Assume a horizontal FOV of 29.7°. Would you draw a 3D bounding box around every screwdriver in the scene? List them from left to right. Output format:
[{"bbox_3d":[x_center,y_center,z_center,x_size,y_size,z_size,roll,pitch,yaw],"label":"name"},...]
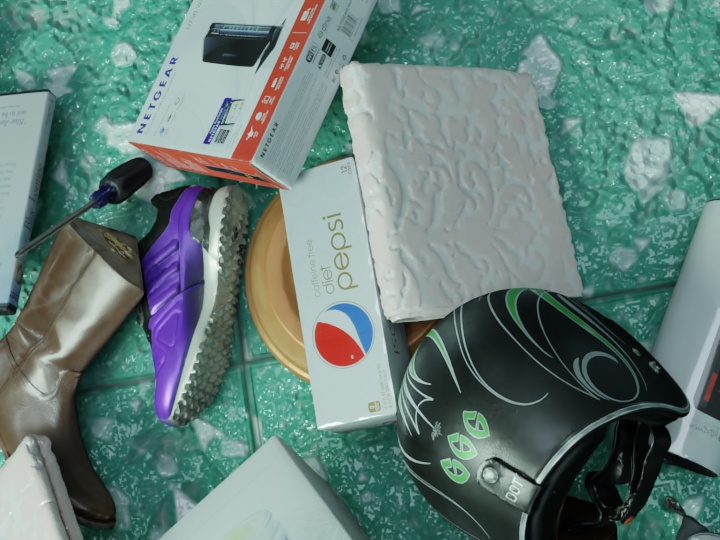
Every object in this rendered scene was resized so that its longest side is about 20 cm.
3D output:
[{"bbox_3d":[-0.224,-0.049,1.084,0.029,0.200,0.028,-5,111,28],"label":"screwdriver"}]

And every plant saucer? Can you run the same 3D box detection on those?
[{"bbox_3d":[0.000,0.000,1.115,0.197,0.037,0.203,-1,79,6],"label":"plant saucer"}]

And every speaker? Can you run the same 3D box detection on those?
[{"bbox_3d":[0.270,0.053,1.045,0.080,0.081,0.202,21,81,10],"label":"speaker"}]

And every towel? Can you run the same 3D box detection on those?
[{"bbox_3d":[-0.265,0.258,1.016,0.200,0.032,0.192,-47,53,24],"label":"towel"},{"bbox_3d":[0.079,-0.065,1.071,0.189,0.032,0.202,-3,76,-34],"label":"towel"}]

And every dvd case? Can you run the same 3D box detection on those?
[{"bbox_3d":[-0.335,-0.056,1.139,0.141,0.018,0.202,-3,67,18],"label":"dvd case"}]

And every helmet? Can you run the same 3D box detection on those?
[{"bbox_3d":[0.121,0.106,0.983,0.200,0.200,0.191,-43,45,-4],"label":"helmet"}]

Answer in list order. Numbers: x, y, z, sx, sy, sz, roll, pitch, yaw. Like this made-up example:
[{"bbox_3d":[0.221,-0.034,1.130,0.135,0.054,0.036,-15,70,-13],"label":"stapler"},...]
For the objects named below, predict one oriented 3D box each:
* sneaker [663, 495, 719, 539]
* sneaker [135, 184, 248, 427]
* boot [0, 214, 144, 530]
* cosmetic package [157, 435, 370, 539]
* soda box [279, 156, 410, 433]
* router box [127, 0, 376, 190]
[{"bbox_3d":[0.232,0.242,1.027,0.197,0.078,0.142,-8,70,4],"label":"sneaker"},{"bbox_3d":[-0.156,0.026,1.116,0.098,0.070,0.203,6,77,15],"label":"sneaker"},{"bbox_3d":[-0.215,0.078,1.084,0.186,0.064,0.201,40,100,15],"label":"boot"},{"bbox_3d":[-0.065,0.268,0.983,0.199,0.123,0.200,-42,45,-3],"label":"cosmetic package"},{"bbox_3d":[-0.009,0.021,1.054,0.067,0.064,0.202,-14,76,17],"label":"soda box"},{"bbox_3d":[-0.085,-0.173,1.102,0.178,0.049,0.202,13,76,47],"label":"router box"}]
